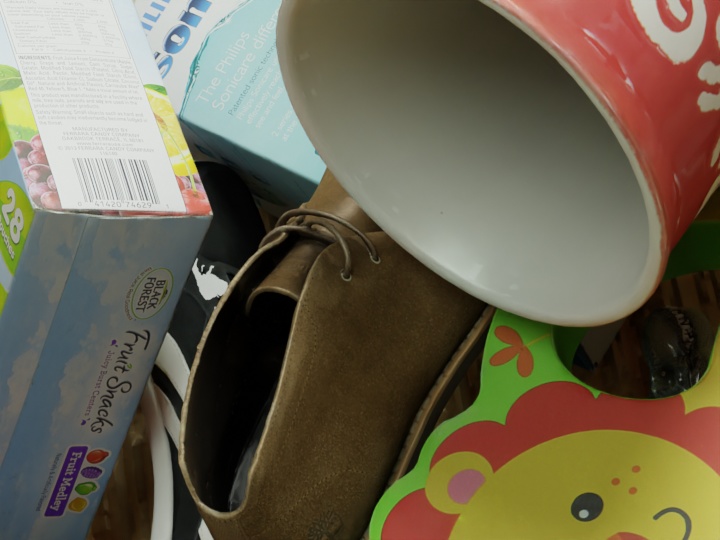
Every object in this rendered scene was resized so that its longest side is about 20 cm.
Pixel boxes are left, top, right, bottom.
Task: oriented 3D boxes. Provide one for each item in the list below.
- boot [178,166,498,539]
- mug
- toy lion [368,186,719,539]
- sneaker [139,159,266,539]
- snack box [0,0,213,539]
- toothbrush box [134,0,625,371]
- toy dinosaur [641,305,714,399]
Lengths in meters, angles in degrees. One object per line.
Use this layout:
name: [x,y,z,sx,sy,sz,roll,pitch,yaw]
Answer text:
boot: [0.000,0.000,0.784,0.073,0.075,0.201,4,63,31]
mug: [0.080,-0.114,0.738,0.133,0.178,0.200,14,51,43]
toy lion: [0.086,0.064,0.735,0.191,0.069,0.201,-18,51,9]
sneaker: [-0.017,0.047,0.856,0.112,0.073,0.201,-20,66,36]
snack box: [-0.126,-0.028,0.888,0.169,0.067,0.200,-65,36,39]
toothbrush box: [0.028,-0.077,0.903,0.200,0.085,0.147,25,78,30]
toy dinosaur: [0.169,0.073,0.769,0.088,0.048,0.200,-28,49,-18]
